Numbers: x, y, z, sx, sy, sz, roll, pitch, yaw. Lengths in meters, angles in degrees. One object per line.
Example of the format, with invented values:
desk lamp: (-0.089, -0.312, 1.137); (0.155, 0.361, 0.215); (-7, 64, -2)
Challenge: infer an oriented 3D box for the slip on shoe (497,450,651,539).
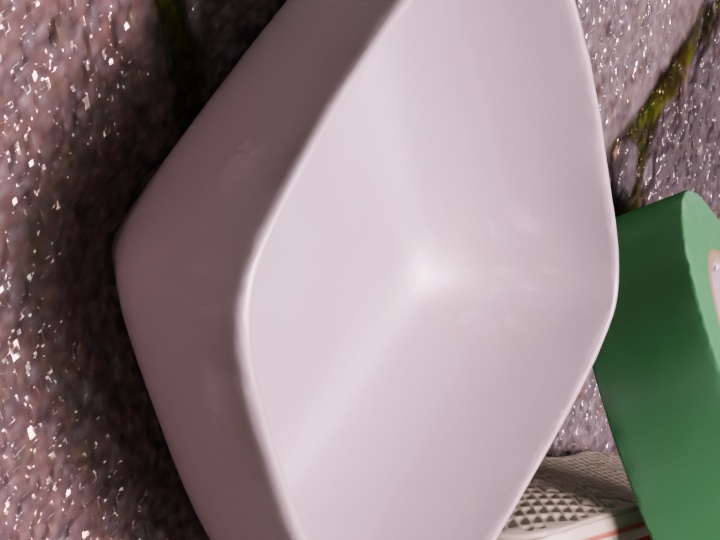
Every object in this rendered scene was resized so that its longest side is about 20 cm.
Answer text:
slip on shoe: (0.084, 0.107, 0.917); (0.200, 0.074, 0.062); (8, 96, -66)

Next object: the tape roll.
tape roll: (0.146, 0.069, 0.929); (0.201, 0.048, 0.201); (57, 19, -32)

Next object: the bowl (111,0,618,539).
bowl: (0.000, 0.000, 0.716); (0.200, 0.074, 0.201); (-57, 146, -34)
